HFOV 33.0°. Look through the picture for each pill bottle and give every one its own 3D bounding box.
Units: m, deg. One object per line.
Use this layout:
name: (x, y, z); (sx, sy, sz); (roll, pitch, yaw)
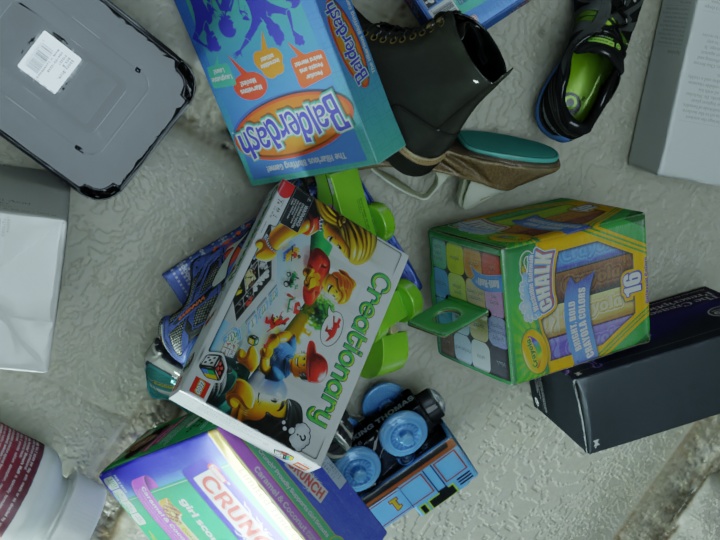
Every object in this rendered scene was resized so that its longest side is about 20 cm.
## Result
pill bottle: (-0.328, 0.182, 1.044); (0.200, 0.110, 0.110); (32, 95, -17)

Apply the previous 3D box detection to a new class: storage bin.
storage bin: (-0.247, -0.167, 0.987); (0.200, 0.094, 0.135); (38, 93, -19)

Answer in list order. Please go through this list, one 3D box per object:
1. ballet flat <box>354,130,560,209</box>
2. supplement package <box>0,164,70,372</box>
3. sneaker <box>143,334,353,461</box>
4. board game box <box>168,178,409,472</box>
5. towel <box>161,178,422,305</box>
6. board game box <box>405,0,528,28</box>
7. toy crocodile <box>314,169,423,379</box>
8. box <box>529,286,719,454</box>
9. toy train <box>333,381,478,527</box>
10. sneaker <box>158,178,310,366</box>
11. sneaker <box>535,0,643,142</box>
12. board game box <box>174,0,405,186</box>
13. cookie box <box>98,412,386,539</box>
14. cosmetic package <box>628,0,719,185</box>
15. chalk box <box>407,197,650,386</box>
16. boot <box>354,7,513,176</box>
ballet flat: (0.077, -0.095, 1.094); (0.200, 0.068, 0.072); (10, 114, -13)
supplement package: (-0.295, -0.012, 0.956); (0.121, 0.200, 0.120); (6, 102, -14)
sneaker: (-0.100, 0.117, 1.087); (0.200, 0.078, 0.080); (25, 128, 4)
board game box: (-0.053, 0.042, 0.969); (0.126, 0.035, 0.200); (30, 63, -15)
towel: (-0.058, 0.012, 1.108); (0.200, 0.024, 0.145); (-31, 107, -4)
board game box: (0.113, -0.300, 1.030); (0.200, 0.045, 0.152); (-33, 91, -1)
toy crocodile: (0.000, 0.000, 1.080); (0.067, 0.062, 0.200); (-31, 106, -43)
box: (0.271, 0.089, 1.138); (0.200, 0.141, 0.079); (-16, 107, -9)
toy train: (0.006, 0.193, 1.135); (0.200, 0.087, 0.114); (-36, 116, 0)
sneaker: (-0.107, -0.002, 1.043); (0.078, 0.075, 0.200); (25, 72, 21)
sneaker: (0.217, -0.208, 1.084); (0.071, 0.083, 0.200); (17, 96, -15)
board game box: (-0.064, -0.175, 0.999); (0.045, 0.152, 0.200); (-39, 113, -43)
cookie box: (-0.105, 0.199, 1.041); (0.171, 0.200, 0.075); (53, 47, -9)
cosmetic package: (0.325, -0.183, 1.120); (0.101, 0.071, 0.200); (8, 101, -14)
chalk box: (0.139, 0.017, 1.076); (0.200, 0.124, 0.124); (-13, 107, -27)
boot: (0.031, -0.194, 0.995); (0.200, 0.138, 0.077); (50, 48, 4)
